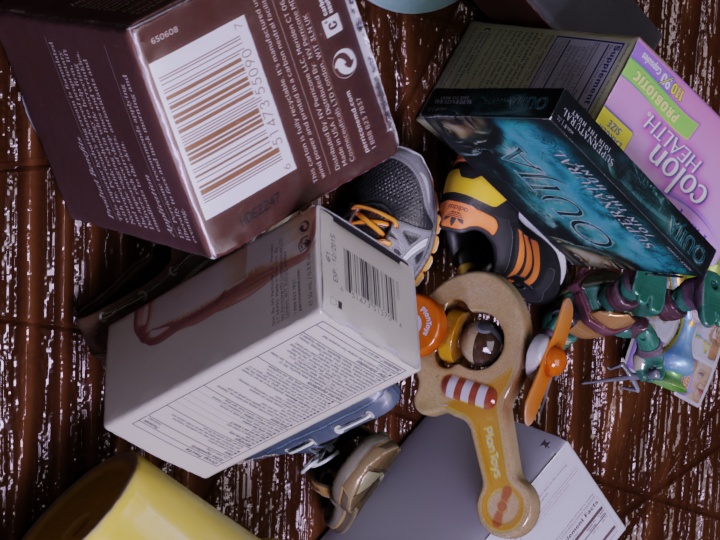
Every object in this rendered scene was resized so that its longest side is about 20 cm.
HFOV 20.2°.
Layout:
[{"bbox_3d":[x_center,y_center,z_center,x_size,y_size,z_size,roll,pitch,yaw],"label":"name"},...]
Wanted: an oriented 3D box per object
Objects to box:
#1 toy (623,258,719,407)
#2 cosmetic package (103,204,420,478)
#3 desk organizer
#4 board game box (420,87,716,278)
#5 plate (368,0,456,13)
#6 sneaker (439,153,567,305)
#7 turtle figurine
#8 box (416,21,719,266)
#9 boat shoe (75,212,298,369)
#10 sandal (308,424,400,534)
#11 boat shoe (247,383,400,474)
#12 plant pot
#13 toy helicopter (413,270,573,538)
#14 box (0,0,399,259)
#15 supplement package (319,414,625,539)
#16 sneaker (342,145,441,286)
[{"bbox_3d":[0.311,0.014,1.784,0.115,0.047,0.201,26,84,-38],"label":"toy"},{"bbox_3d":[-0.067,0.050,1.338,0.103,0.199,0.088,32,42,-40],"label":"cosmetic package"},{"bbox_3d":[0.147,-0.214,1.580,0.200,0.077,0.072,40,75,-44],"label":"desk organizer"},{"bbox_3d":[0.150,-0.063,1.457,0.200,0.135,0.028,41,68,-34],"label":"board game box"},{"bbox_3d":[0.050,-0.297,1.543,0.199,0.026,0.202,-9,105,-36],"label":"plate"},{"bbox_3d":[0.102,-0.015,1.582,0.090,0.070,0.200,-62,149,-23],"label":"sneaker"},{"bbox_3d":[0.199,0.045,1.643,0.149,0.200,0.101,-6,75,-34],"label":"turtle figurine"},{"bbox_3d":[0.177,-0.101,1.568,0.176,0.200,0.097,37,78,-34],"label":"box"},{"bbox_3d":[-0.123,-0.014,1.446,0.203,0.075,0.075,-50,115,-19],"label":"boat shoe"},{"bbox_3d":[-0.011,0.147,1.511,0.054,0.200,0.081,34,80,6],"label":"sandal"},{"bbox_3d":[-0.035,0.104,1.458,0.062,0.200,0.075,40,52,-8],"label":"boat shoe"},{"bbox_3d":[-0.142,0.239,1.418,0.189,0.200,0.201,48,71,-17],"label":"plant pot"},{"bbox_3d":[0.104,0.098,1.503,0.079,0.131,0.201,17,59,-66],"label":"toy helicopter"},{"bbox_3d":[-0.111,-0.128,1.349,0.164,0.199,0.167,-32,117,-27],"label":"box"},{"bbox_3d":[0.076,0.221,1.586,0.200,0.155,0.111,-47,124,-19],"label":"supplement package"},{"bbox_3d":[0.000,0.000,1.521,0.077,0.078,0.201,27,82,-65],"label":"sneaker"}]
